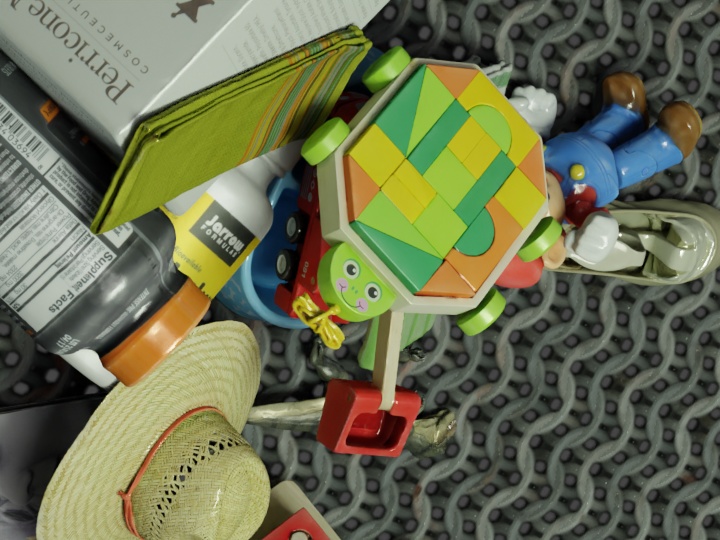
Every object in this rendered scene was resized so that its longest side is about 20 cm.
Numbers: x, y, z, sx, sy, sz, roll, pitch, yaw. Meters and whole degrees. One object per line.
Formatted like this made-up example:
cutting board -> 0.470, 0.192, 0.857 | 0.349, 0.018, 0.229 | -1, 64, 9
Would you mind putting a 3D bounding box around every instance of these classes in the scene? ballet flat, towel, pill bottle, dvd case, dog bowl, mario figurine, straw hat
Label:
ballet flat -> 0.197, -0.017, 1.595 | 0.199, 0.069, 0.070 | 4, 106, -29
towel -> -0.070, -0.079, 1.272 | 0.200, 0.018, 0.086 | -30, 157, -48
pill bottle -> -0.125, -0.029, 1.397 | 0.111, 0.111, 0.200 | 41, 87, -32
dvd case -> -0.213, 0.157, 1.477 | 0.199, 0.016, 0.149 | -7, 112, -25
towel -> 0.044, -0.043, 1.481 | 0.031, 0.149, 0.201 | 20, 103, 14
pill bottle -> -0.179, -0.025, 1.282 | 0.200, 0.106, 0.106 | 45, 85, -9
dog bowl -> -0.026, -0.052, 1.476 | 0.111, 0.050, 0.201 | 23, 96, -32
mario figurine -> 0.137, -0.068, 1.492 | 0.200, 0.123, 0.106 | -38, 105, -27
straw hat -> -0.105, 0.138, 1.418 | 0.201, 0.085, 0.201 | -39, 152, -26

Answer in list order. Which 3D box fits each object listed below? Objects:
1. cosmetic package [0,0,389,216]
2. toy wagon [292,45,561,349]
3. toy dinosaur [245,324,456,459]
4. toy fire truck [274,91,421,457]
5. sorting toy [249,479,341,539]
cosmetic package -> -0.109, -0.171, 1.287 | 0.200, 0.165, 0.165 | -47, 165, -6
toy wagon -> 0.034, -0.034, 1.339 | 0.155, 0.040, 0.200 | 47, 57, -12
toy dinosaur -> -0.006, 0.084, 1.541 | 0.199, 0.047, 0.088 | 9, 111, -26
toy fire truck -> 0.000, 0.000, 1.396 | 0.049, 0.141, 0.201 | 6, 105, -29
sorting toy -> -0.064, 0.266, 1.474 | 0.199, 0.200, 0.070 | -36, 165, -14
